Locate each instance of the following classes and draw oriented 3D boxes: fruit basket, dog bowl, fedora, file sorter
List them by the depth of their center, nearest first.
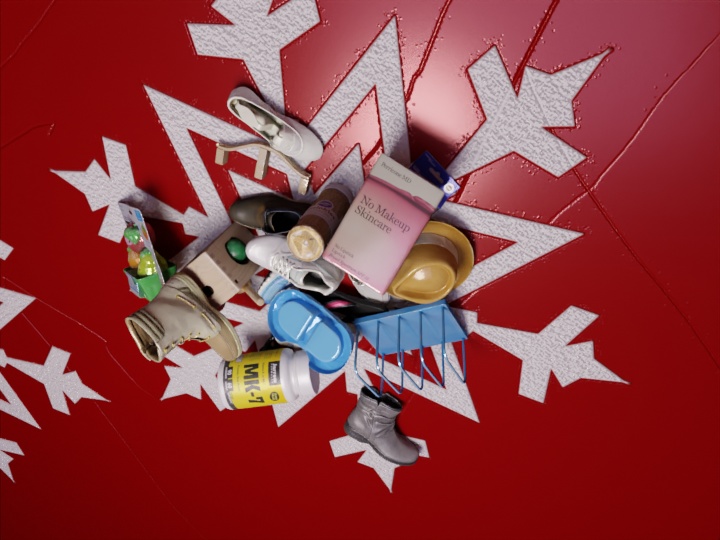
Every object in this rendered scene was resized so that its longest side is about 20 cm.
[{"bbox_3d":[0.117,0.003,1.092,0.197,0.082,0.203,1,127,2],"label":"fedora"},{"bbox_3d":[0.101,0.163,1.157,0.197,0.124,0.139,-15,140,23],"label":"file sorter"},{"bbox_3d":[-0.096,0.120,1.175,0.199,0.049,0.112,37,104,14],"label":"dog bowl"},{"bbox_3d":[-0.465,-0.039,1.229,0.184,0.093,0.202,18,131,53],"label":"fruit basket"}]

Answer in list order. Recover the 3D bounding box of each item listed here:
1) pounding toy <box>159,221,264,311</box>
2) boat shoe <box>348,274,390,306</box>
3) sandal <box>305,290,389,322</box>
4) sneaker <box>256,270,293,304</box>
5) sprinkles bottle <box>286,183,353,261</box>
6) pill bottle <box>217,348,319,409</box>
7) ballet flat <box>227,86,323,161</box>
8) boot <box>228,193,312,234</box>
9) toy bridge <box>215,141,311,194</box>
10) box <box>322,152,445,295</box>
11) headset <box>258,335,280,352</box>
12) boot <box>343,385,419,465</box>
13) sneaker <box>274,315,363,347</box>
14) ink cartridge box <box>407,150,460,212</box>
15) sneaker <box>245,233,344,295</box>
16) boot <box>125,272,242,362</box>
[{"bbox_3d":[-0.271,0.014,1.176,0.199,0.185,0.143,-34,105,29],"label":"pounding toy"},{"bbox_3d":[0.000,0.000,1.153,0.070,0.070,0.202,-13,116,24],"label":"boat shoe"},{"bbox_3d":[-0.036,0.080,1.203,0.197,0.045,0.076,12,145,22],"label":"sandal"},{"bbox_3d":[-0.140,0.016,1.202,0.090,0.079,0.200,41,122,-12],"label":"sneaker"},{"bbox_3d":[-0.068,-0.091,1.048,0.067,0.201,0.069,7,121,12],"label":"sprinkles bottle"},{"bbox_3d":[-0.193,0.228,1.241,0.197,0.115,0.116,-9,116,8],"label":"pill bottle"},{"bbox_3d":[-0.161,-0.258,1.063,0.199,0.070,0.070,36,122,-5],"label":"ballet flat"},{"bbox_3d":[-0.178,-0.110,1.122,0.197,0.097,0.076,4,98,13],"label":"boot"},{"bbox_3d":[-0.188,-0.211,1.120,0.197,0.027,0.068,20,119,5],"label":"toy bridge"},{"bbox_3d":[0.041,-0.080,0.996,0.127,0.109,0.202,31,99,2],"label":"box"},{"bbox_3d":[-0.190,0.218,1.346,0.199,0.094,0.124,-40,98,15],"label":"headset"},{"bbox_3d":[0.067,0.359,1.337,0.198,0.070,0.133,26,117,-4],"label":"boot"},{"bbox_3d":[-0.095,0.135,1.240,0.197,0.081,0.076,-4,103,14],"label":"sneaker"},{"bbox_3d":[0.081,-0.121,1.086,0.095,0.037,0.200,44,119,-10],"label":"ink cartridge box"},{"bbox_3d":[-0.128,-0.012,1.107,0.198,0.080,0.071,18,117,0],"label":"sneaker"},{"bbox_3d":[-0.320,0.122,1.070,0.072,0.155,0.201,-25,108,36],"label":"boot"}]
